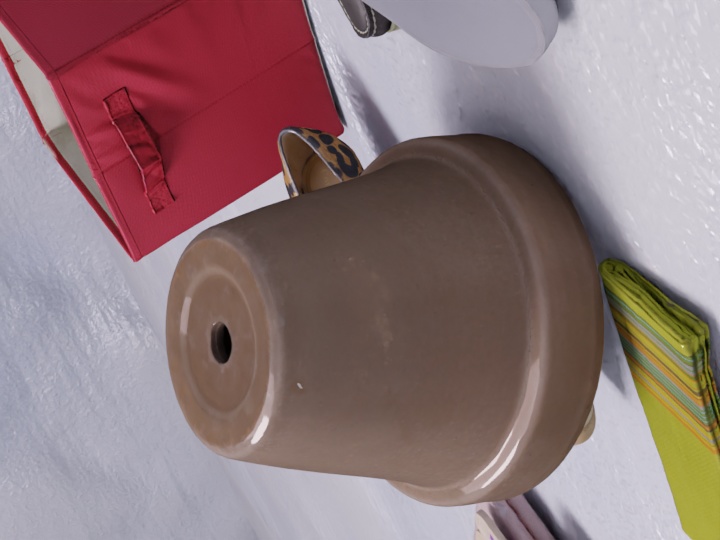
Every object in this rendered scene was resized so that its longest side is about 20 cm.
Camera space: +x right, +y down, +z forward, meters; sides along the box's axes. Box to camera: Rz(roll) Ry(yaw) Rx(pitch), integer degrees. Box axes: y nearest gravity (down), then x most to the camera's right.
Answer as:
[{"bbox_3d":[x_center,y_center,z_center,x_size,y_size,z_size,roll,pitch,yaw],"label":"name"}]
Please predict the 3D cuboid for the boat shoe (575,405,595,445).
[{"bbox_3d":[0.070,0.028,0.964,0.200,0.071,0.065,54,175,42],"label":"boat shoe"}]

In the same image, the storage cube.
[{"bbox_3d":[-0.141,-0.150,1.120,0.200,0.179,0.172,45,162,43],"label":"storage cube"}]

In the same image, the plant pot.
[{"bbox_3d":[-0.003,0.030,0.843,0.199,0.173,0.203,9,100,54],"label":"plant pot"}]

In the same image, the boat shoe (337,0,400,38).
[{"bbox_3d":[-0.039,-0.207,0.852,0.202,0.066,0.072,64,166,-24],"label":"boat shoe"}]

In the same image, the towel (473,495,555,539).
[{"bbox_3d":[0.152,0.262,1.285,0.192,0.032,0.200,53,166,22],"label":"towel"}]

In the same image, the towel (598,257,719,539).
[{"bbox_3d":[0.172,0.087,0.842,0.086,0.018,0.201,51,167,54],"label":"towel"}]

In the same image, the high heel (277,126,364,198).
[{"bbox_3d":[0.000,0.000,1.028,0.143,0.071,0.201,45,-161,-38],"label":"high heel"}]

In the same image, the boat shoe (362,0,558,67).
[{"bbox_3d":[0.014,-0.162,0.755,0.199,0.066,0.072,28,151,25],"label":"boat shoe"}]

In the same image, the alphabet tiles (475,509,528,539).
[{"bbox_3d":[0.148,0.271,1.217,0.196,0.015,0.201,53,167,25],"label":"alphabet tiles"}]
